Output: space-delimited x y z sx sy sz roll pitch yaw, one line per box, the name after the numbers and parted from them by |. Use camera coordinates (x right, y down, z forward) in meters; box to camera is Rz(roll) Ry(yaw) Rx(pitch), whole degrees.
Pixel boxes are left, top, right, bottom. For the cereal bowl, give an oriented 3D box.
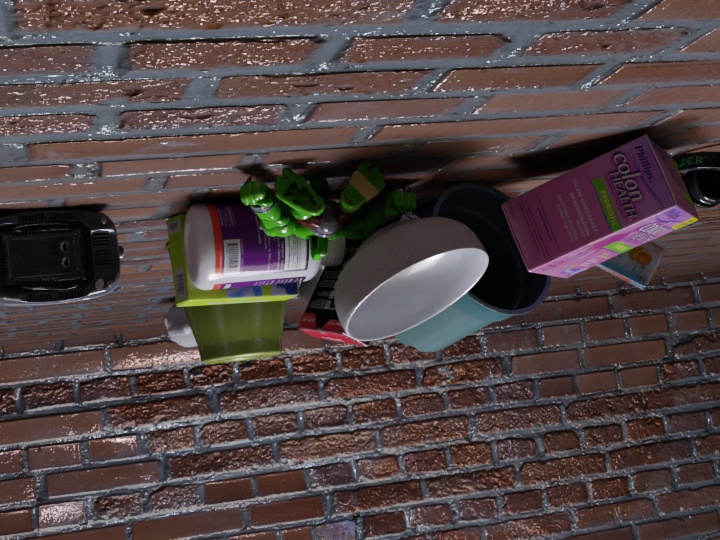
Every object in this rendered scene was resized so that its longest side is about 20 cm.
0.052 -0.001 1.272 0.199 0.084 0.200 -25 156 -12 | cereal bowl

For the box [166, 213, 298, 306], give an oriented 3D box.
-0.168 -0.016 1.463 0.199 0.123 0.048 -2 171 -37 | box

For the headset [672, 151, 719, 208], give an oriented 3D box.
0.524 -0.142 1.491 0.199 0.095 0.123 16 166 -33 | headset

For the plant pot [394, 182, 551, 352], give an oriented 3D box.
0.130 0.011 1.482 0.199 0.201 0.196 -3 155 -36 | plant pot

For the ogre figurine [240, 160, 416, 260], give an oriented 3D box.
-0.047 -0.071 1.248 0.199 0.099 0.120 -18 166 -20 | ogre figurine

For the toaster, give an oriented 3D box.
-0.401 -0.010 1.302 0.199 0.115 0.129 -6 176 -23 | toaster

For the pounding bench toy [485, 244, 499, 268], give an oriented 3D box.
0.194 -0.023 1.648 0.199 0.125 0.156 -14 -168 46 | pounding bench toy

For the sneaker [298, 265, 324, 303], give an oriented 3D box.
-0.052 -0.009 1.565 0.076 0.091 0.200 -53 177 -30 | sneaker

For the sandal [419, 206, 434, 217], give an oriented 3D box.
0.030 -0.055 1.593 0.199 0.080 0.087 -19 134 8 | sandal

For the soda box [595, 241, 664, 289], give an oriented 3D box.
0.366 -0.045 1.621 0.199 0.069 0.064 28 -178 15 | soda box

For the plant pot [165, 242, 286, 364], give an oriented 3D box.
-0.198 0.046 1.658 0.199 0.194 0.200 -7 174 -1 | plant pot

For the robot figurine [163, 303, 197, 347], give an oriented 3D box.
-0.366 0.114 2.413 0.199 0.114 0.169 -13 -168 41 | robot figurine

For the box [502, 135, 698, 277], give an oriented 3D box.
0.313 -0.076 1.352 0.199 0.097 0.176 -27 166 22 | box

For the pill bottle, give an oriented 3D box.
-0.125 -0.037 1.371 0.199 0.113 0.112 -5 173 -21 | pill bottle

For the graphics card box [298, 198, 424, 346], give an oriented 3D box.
0.000 0.000 1.405 0.051 0.201 0.125 29 166 -27 | graphics card box
